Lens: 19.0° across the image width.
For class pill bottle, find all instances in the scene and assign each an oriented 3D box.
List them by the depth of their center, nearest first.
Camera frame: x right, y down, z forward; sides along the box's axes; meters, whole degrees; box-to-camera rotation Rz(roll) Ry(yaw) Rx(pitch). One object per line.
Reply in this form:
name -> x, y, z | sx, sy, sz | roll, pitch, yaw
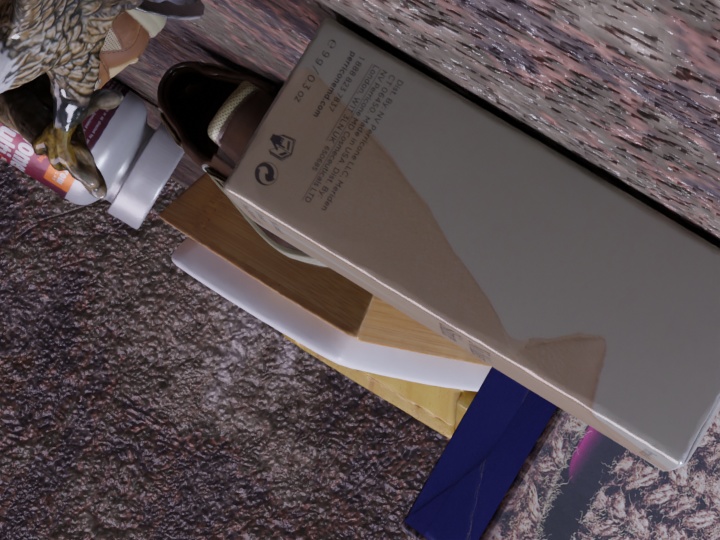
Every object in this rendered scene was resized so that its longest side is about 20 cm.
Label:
pill bottle -> -0.253, -0.126, 1.848 | 0.199, 0.110, 0.110 | 32, 177, -6

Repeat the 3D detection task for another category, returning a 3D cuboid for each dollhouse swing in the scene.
dollhouse swing -> 0.055, 0.017, 1.827 | 0.199, 0.177, 0.182 | 30, -141, 22

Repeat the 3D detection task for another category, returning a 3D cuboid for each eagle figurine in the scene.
eagle figurine -> -0.135, -0.115, 0.838 | 0.151, 0.152, 0.201 | -7, 144, -6

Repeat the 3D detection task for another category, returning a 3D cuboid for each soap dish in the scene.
soap dish -> 0.000, 0.000, 1.267 | 0.157, 0.082, 0.200 | 30, -171, 32

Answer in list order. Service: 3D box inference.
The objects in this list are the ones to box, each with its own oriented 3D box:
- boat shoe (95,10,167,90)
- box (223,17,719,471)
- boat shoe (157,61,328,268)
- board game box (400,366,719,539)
boat shoe -> -0.159, -0.134, 0.968 | 0.075, 0.074, 0.200 | 29, 177, 36
box -> 0.055, -0.007, 0.825 | 0.199, 0.078, 0.095 | 31, 177, 8
boat shoe -> -0.050, -0.061, 1.132 | 0.075, 0.075, 0.202 | 40, 173, -37
board game box -> 0.149, 0.106, 0.986 | 0.199, 0.160, 0.097 | 31, 177, -17
